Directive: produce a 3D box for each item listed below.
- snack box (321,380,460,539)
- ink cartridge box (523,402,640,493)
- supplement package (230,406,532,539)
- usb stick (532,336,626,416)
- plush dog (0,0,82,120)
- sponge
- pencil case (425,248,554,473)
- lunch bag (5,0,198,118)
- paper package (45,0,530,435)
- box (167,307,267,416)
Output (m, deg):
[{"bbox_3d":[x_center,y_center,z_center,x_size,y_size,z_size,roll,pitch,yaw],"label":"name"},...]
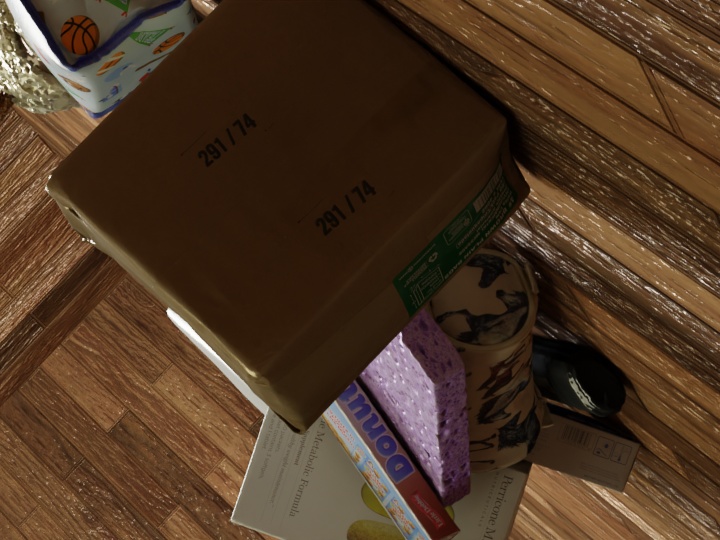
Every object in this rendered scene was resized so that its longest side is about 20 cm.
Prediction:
[{"bbox_3d":[0.000,0.115,1.571,0.200,0.024,0.072,55,165,8],"label":"snack box"},{"bbox_3d":[0.107,0.113,1.696,0.199,0.044,0.094,20,-178,-22],"label":"ink cartridge box"},{"bbox_3d":[0.019,0.166,1.667,0.199,0.114,0.110,18,-178,7],"label":"supplement package"},{"bbox_3d":[0.144,0.074,1.610,0.055,0.033,0.200,47,173,-10],"label":"usb stick"},{"bbox_3d":[-0.264,-0.208,1.910,0.200,0.161,0.172,44,150,-4],"label":"plush dog"},{"bbox_3d":[0.032,0.076,1.493,0.112,0.030,0.200,51,164,26],"label":"sponge"},{"bbox_3d":[0.087,0.064,1.525,0.200,0.089,0.078,82,162,-59],"label":"pencil case"},{"bbox_3d":[-0.210,-0.223,1.531,0.201,0.123,0.170,57,174,4],"label":"lunch bag"},{"bbox_3d":[-0.038,-0.046,1.231,0.190,0.200,0.104,41,173,22],"label":"paper package"},{"bbox_3d":[-0.020,0.068,1.938,0.199,0.171,0.200,37,170,46],"label":"box"}]
